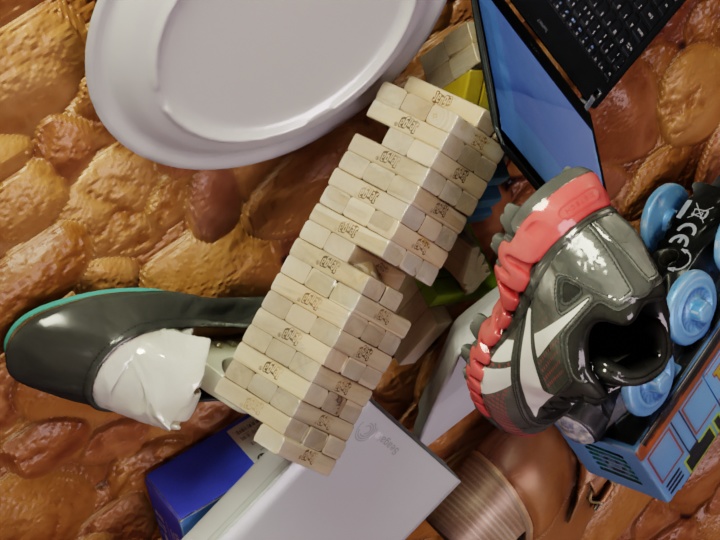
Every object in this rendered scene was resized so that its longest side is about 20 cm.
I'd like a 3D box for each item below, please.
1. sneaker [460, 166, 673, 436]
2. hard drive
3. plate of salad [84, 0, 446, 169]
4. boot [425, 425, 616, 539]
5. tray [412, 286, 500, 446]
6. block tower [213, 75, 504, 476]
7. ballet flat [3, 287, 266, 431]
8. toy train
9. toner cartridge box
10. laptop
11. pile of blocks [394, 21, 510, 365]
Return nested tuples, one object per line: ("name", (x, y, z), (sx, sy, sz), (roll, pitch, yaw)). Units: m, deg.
("sneaker", (0.107, 0.038, 1.176), (0.071, 0.098, 0.201), (-33, 155, -26))
("hard drive", (-0.045, 0.161, 1.310), (0.200, 0.026, 0.132), (-45, 141, 1))
("plate of salad", (-0.044, -0.131, 1.109), (0.199, 0.048, 0.201), (-21, 143, -17))
("boot", (0.138, 0.150, 1.498), (0.155, 0.074, 0.200), (-46, 144, -6))
("tray", (0.075, 0.042, 1.326), (0.107, 0.022, 0.200), (-36, 167, -17))
("block tower", (0.000, 0.000, 1.173), (0.054, 0.058, 0.201), (28, 89, -53))
("ballet flat", (-0.087, 0.046, 1.206), (0.199, 0.068, 0.068), (-4, 128, -39))
("toy train", (0.190, 0.037, 1.404), (0.200, 0.086, 0.114), (-53, 135, -19))
("toner cartridge box", (-0.060, 0.172, 1.361), (0.095, 0.043, 0.201), (-29, 139, -17))
("laptop", (0.137, -0.126, 1.216), (0.200, 0.103, 0.177), (-50, 143, -3))
("pile of blocks", (0.062, -0.041, 1.253), (0.062, 0.082, 0.201), (-10, 129, -36))
